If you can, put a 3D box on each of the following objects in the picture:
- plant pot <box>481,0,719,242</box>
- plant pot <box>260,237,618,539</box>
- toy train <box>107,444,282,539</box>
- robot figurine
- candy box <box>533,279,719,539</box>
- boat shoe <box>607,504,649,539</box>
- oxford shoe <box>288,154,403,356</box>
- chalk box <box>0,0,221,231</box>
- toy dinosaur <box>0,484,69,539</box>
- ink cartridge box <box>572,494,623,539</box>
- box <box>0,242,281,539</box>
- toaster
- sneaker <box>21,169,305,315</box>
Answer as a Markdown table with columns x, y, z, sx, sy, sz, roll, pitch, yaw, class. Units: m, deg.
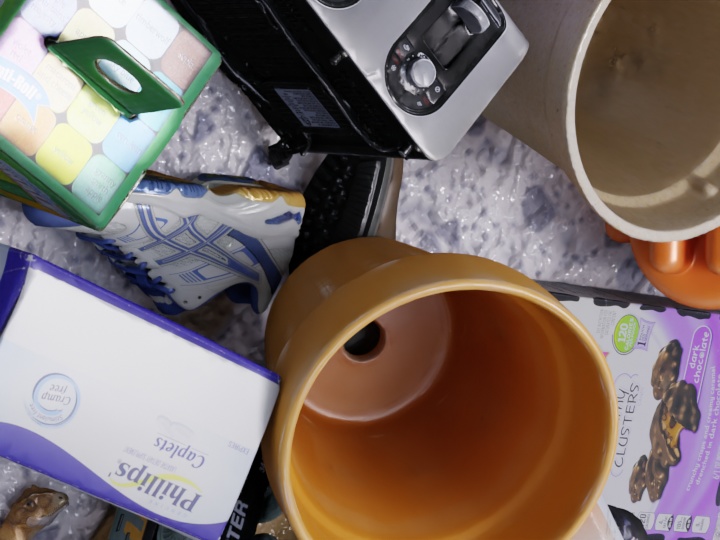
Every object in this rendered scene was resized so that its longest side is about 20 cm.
| x | y | z | sx | sy | sz | roll | pitch | yaw | class |
| --- | --- | --- | --- | --- | --- | --- | --- | --- | --- |
| 0.153 | -0.138 | 1.559 | 0.200 | 0.183 | 0.201 | -13 | 114 | -32 | plant pot |
| 0.026 | 0.069 | 1.448 | 0.200 | 0.183 | 0.200 | -6 | 111 | -15 | plant pot |
| -0.107 | 0.169 | 1.468 | 0.085 | 0.114 | 0.200 | 35 | 55 | -34 | toy train |
| 0.253 | -0.031 | 1.665 | 0.144 | 0.117 | 0.200 | -39 | 167 | 19 | robot figurine |
| 0.166 | 0.098 | 1.699 | 0.200 | 0.072 | 0.168 | 7 | 97 | -35 | candy box |
| 0.097 | 0.226 | 1.624 | 0.093 | 0.075 | 0.200 | 32 | 96 | -42 | boat shoe |
| 0.000 | 0.000 | 1.567 | 0.084 | 0.073 | 0.200 | -2 | 114 | -37 | oxford shoe |
| -0.173 | -0.109 | 1.336 | 0.125 | 0.200 | 0.124 | 42 | 77 | -34 | chalk box |
| -0.227 | 0.226 | 1.476 | 0.106 | 0.060 | 0.200 | 36 | 69 | -22 | toy dinosaur |
| 0.109 | 0.239 | 1.561 | 0.162 | 0.050 | 0.200 | -22 | 105 | 17 | ink cartridge box |
| -0.177 | 0.055 | 1.372 | 0.184 | 0.200 | 0.105 | 28 | 84 | -36 | box |
| -0.021 | -0.159 | 1.448 | 0.119 | 0.200 | 0.181 | -47 | 115 | -19 | toaster |
| -0.118 | -0.015 | 1.470 | 0.200 | 0.075 | 0.088 | 6 | 100 | -39 | sneaker |
